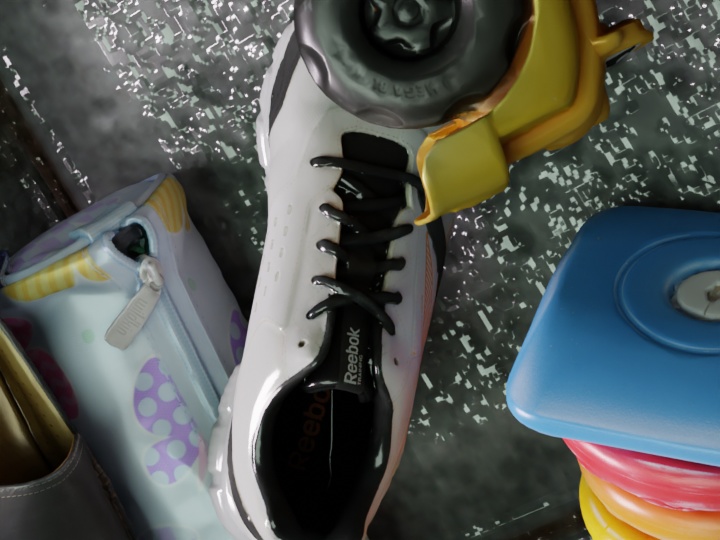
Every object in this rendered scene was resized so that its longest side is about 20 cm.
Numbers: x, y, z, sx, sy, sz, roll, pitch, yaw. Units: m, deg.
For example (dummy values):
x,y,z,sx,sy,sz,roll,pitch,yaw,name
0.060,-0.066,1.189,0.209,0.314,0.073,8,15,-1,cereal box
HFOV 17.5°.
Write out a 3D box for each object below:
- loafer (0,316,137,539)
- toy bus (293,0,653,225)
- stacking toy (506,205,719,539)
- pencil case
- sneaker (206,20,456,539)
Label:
x,y,z,sx,sy,sz,roll,pitch,yaw,name
-0.116,0.080,0.772,0.200,0.073,0.072,53,147,0,loafer
0.055,-0.135,0.650,0.191,0.136,0.201,-21,94,0,toy bus
0.115,0.087,0.757,0.109,0.116,0.201,9,127,19,stacking toy
-0.055,0.065,0.824,0.090,0.083,0.201,-16,106,47,pencil case
0.000,0.000,0.741,0.073,0.080,0.201,7,94,-10,sneaker
